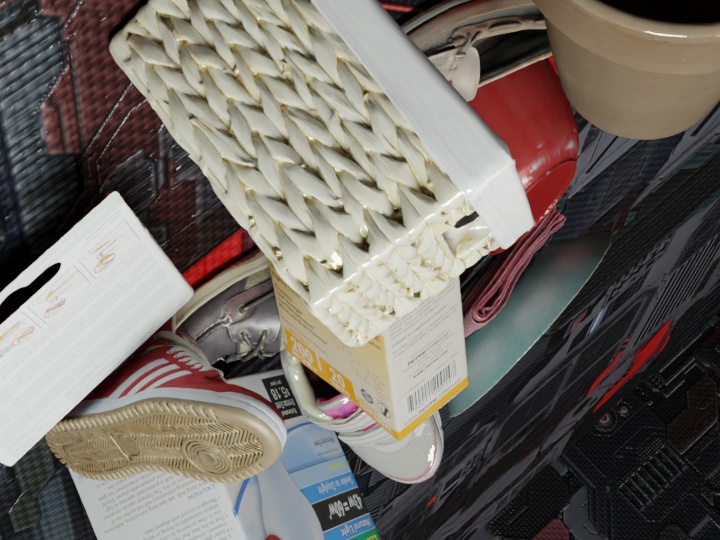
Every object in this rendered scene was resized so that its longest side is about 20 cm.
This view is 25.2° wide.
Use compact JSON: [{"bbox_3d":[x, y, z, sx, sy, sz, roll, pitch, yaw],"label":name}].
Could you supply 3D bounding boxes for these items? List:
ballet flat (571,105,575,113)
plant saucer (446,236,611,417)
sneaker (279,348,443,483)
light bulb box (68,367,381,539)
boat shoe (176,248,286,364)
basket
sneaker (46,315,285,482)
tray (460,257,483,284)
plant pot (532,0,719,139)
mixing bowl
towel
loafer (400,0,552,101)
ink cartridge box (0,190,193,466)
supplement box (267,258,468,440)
[{"bbox_3d":[0.101,-0.087,1.361,0.200,0.046,0.068,-44,-165,16],"label":"ballet flat"},{"bbox_3d":[0.128,0.035,1.339,0.201,0.039,0.201,-48,-178,2],"label":"plant saucer"},{"bbox_3d":[-0.006,0.100,1.259,0.081,0.200,0.088,-34,-159,19],"label":"sneaker"},{"bbox_3d":[-0.093,0.195,1.233,0.124,0.202,0.198,-28,171,24],"label":"light bulb box"},{"bbox_3d":[-0.076,0.031,1.167,0.199,0.065,0.072,-37,163,-24],"label":"boat shoe"},{"bbox_3d":[-0.020,-0.072,0.831,0.123,0.200,0.136,-40,164,1],"label":"basket"},{"bbox_3d":[-0.106,0.075,1.030,0.199,0.072,0.113,-7,-145,41],"label":"sneaker"},{"bbox_3d":[0.084,-0.007,1.464,0.200,0.037,0.099,-51,179,28],"label":"tray"},{"bbox_3d":[0.190,-0.180,1.048,0.200,0.200,0.175,-39,158,-20],"label":"plant pot"},{"bbox_3d":[0.095,-0.084,1.233,0.200,0.108,0.201,-40,162,-16],"label":"mixing bowl"},{"bbox_3d":[0.088,0.036,1.337,0.144,0.023,0.200,-50,-179,-34],"label":"towel"},{"bbox_3d":[0.073,-0.148,1.103,0.199,0.063,0.072,-34,161,-33],"label":"loafer"},{"bbox_3d":[-0.186,0.026,0.929,0.162,0.057,0.200,-43,159,-7],"label":"ink cartridge box"},{"bbox_3d":[0.000,0.000,1.069,0.073,0.126,0.201,-35,140,-25],"label":"supplement box"}]
